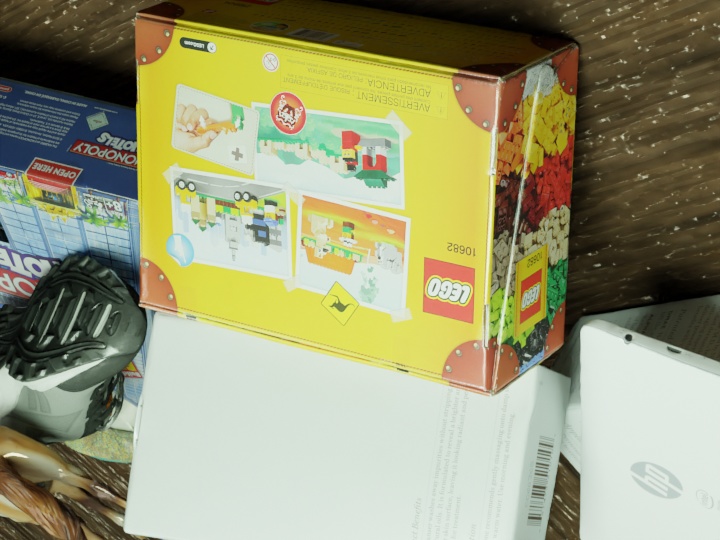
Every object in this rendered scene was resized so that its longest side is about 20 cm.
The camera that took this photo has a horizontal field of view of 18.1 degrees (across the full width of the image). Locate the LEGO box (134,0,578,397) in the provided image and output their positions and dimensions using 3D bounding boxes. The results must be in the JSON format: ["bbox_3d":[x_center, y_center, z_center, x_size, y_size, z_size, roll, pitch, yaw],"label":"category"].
[{"bbox_3d":[-0.005,-0.042,1.056,0.199,0.077,0.150,13,114,28],"label":"LEGO box"}]

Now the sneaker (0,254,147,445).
[{"bbox_3d":[-0.151,0.049,1.195,0.079,0.074,0.200,31,156,-18],"label":"sneaker"}]

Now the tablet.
[{"bbox_3d":[0.165,0.104,1.093,0.129,0.014,0.201,20,146,20],"label":"tablet"}]

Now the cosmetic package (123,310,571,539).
[{"bbox_3d":[-0.008,0.089,1.105,0.198,0.114,0.081,9,175,18],"label":"cosmetic package"}]

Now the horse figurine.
[{"bbox_3d":[-0.173,0.122,1.217,0.132,0.050,0.200,27,171,-5],"label":"horse figurine"}]

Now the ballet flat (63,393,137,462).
[{"bbox_3d":[-0.110,0.085,1.404,0.199,0.071,0.071,6,141,28],"label":"ballet flat"}]

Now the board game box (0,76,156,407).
[{"bbox_3d":[-0.164,-0.012,1.236,0.199,0.062,0.201,14,143,25],"label":"board game box"}]

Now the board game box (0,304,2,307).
[{"bbox_3d":[-0.155,-0.014,1.325,0.198,0.044,0.201,7,140,34],"label":"board game box"}]

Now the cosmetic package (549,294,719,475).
[{"bbox_3d":[0.189,0.068,1.102,0.199,0.074,0.102,-12,128,47],"label":"cosmetic package"}]
